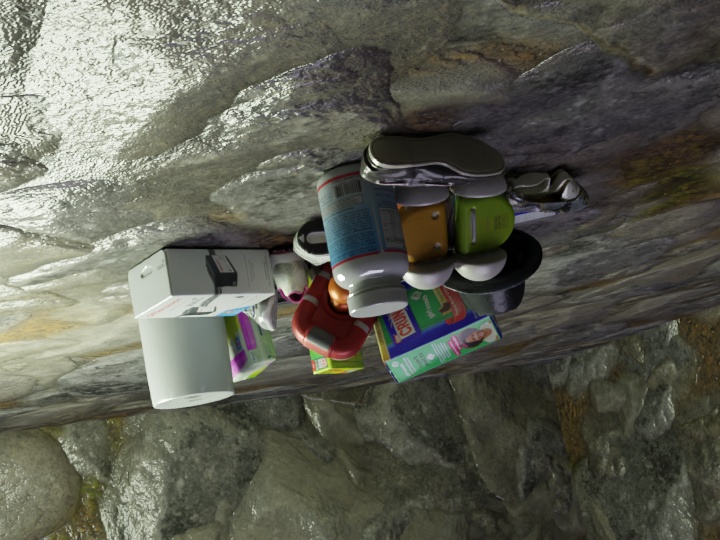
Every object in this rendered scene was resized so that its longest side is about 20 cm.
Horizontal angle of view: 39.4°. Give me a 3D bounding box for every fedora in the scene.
[{"bbox_3d":[0.207,0.010,1.630,0.200,0.092,0.201,-11,-152,6],"label":"fedora"}]

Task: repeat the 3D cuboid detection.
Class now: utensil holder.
[{"bbox_3d":[-0.334,0.152,1.931,0.170,0.200,0.170,-11,166,-3],"label":"utensil holder"}]

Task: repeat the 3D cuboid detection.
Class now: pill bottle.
[{"bbox_3d":[0.007,-0.041,1.402,0.109,0.200,0.109,-10,167,-2],"label":"pill bottle"}]

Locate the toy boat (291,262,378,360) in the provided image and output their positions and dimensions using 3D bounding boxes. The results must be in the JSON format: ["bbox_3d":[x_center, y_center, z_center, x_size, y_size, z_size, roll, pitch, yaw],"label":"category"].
[{"bbox_3d":[-0.029,0.044,1.706,0.130,0.200,0.131,26,156,7],"label":"toy boat"}]

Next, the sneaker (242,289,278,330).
[{"bbox_3d":[-0.197,0.063,1.826,0.082,0.075,0.200,1,-170,-15],"label":"sneaker"}]

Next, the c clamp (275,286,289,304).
[{"bbox_3d":[-0.139,0.050,2.064,0.200,0.027,0.171,-10,161,2],"label":"c clamp"}]

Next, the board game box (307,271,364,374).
[{"bbox_3d":[-0.058,0.093,1.912,0.048,0.200,0.102,-20,164,34],"label":"board game box"}]

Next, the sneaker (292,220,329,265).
[{"bbox_3d":[-0.017,-0.050,1.670,0.200,0.076,0.115,1,173,-14],"label":"sneaker"}]

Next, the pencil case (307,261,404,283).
[{"bbox_3d":[0.000,0.000,1.839,0.200,0.078,0.089,-9,162,-11],"label":"pencil case"}]

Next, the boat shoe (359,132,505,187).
[{"bbox_3d":[0.093,-0.143,1.337,0.200,0.067,0.057,1,153,-22],"label":"boat shoe"}]

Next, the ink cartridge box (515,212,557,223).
[{"bbox_3d":[0.235,-0.099,1.713,0.200,0.037,0.095,-10,166,8],"label":"ink cartridge box"}]

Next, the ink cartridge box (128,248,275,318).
[{"bbox_3d":[-0.268,0.023,1.695,0.200,0.084,0.145,0,163,-39],"label":"ink cartridge box"}]

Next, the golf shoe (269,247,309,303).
[{"bbox_3d":[-0.126,0.021,1.797,0.075,0.092,0.200,-12,168,-1],"label":"golf shoe"}]

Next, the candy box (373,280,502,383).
[{"bbox_3d":[0.124,0.082,1.749,0.200,0.169,0.077,-26,130,9],"label":"candy box"}]

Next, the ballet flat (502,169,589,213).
[{"bbox_3d":[0.295,-0.127,1.588,0.200,0.072,0.072,-5,166,-29],"label":"ballet flat"}]

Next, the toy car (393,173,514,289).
[{"bbox_3d":[0.126,-0.077,1.510,0.200,0.175,0.150,-9,-159,-11],"label":"toy car"}]

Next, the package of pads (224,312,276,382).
[{"bbox_3d":[-0.238,0.132,2.028,0.068,0.155,0.200,-14,168,-23],"label":"package of pads"}]
